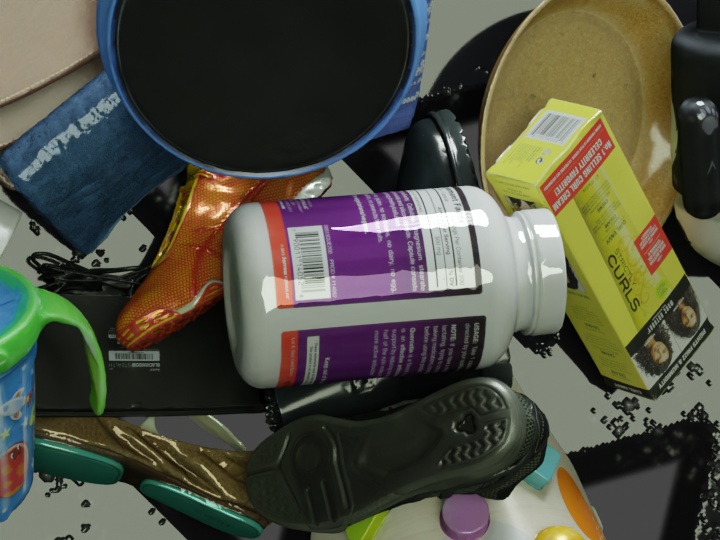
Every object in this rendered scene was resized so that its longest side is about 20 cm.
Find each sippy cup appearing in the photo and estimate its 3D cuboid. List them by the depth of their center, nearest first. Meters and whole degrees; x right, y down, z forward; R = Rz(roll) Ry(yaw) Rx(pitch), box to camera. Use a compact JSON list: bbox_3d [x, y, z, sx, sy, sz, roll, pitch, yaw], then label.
[{"bbox_3d":[-0.249,0.081,1.497,0.177,0.140,0.131,7,119,20],"label":"sippy cup"}]

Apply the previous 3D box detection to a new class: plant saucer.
[{"bbox_3d":[0.141,-0.095,1.647,0.199,0.035,0.202,-12,109,-38],"label":"plant saucer"}]

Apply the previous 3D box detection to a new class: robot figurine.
[{"bbox_3d":[0.262,-0.098,1.647,0.149,0.125,0.201,-7,108,-12],"label":"robot figurine"}]

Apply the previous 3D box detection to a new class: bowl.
[{"bbox_3d":[-0.059,-0.144,1.506,0.199,0.039,0.202,-2,122,-3],"label":"bowl"}]

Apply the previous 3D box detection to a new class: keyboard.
[{"bbox_3d":[-0.153,0.044,1.622,0.199,0.040,0.105,2,80,-29],"label":"keyboard"}]

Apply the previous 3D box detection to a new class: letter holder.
[{"bbox_3d":[-0.172,-0.153,1.601,0.199,0.101,0.143,-33,96,-8],"label":"letter holder"}]

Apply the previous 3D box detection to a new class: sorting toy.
[{"bbox_3d":[0.048,0.129,1.648,0.199,0.107,0.181,-18,73,-9],"label":"sorting toy"}]

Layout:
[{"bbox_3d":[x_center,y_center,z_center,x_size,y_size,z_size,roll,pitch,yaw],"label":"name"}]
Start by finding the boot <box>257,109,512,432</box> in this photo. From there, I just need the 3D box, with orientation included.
[{"bbox_3d":[0.000,0.000,1.625,0.167,0.076,0.201,-8,75,-6],"label":"boot"}]

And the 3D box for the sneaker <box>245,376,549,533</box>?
[{"bbox_3d":[0.030,0.120,1.570,0.198,0.114,0.077,-20,70,24],"label":"sneaker"}]

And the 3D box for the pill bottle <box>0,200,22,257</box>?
[{"bbox_3d":[-0.317,-0.047,1.569,0.199,0.111,0.112,28,85,-8],"label":"pill bottle"}]

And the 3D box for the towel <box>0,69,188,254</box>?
[{"bbox_3d":[-0.130,-0.099,1.596,0.200,0.112,0.049,-38,64,-2],"label":"towel"}]

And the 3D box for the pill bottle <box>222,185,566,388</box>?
[{"bbox_3d":[0.019,0.008,1.528,0.199,0.112,0.113,-4,90,-10],"label":"pill bottle"}]

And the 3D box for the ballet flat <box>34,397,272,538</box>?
[{"bbox_3d":[-0.142,0.110,1.624,0.199,0.068,0.073,18,66,-9],"label":"ballet flat"}]

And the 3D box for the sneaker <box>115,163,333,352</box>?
[{"bbox_3d":[-0.100,-0.023,1.608,0.077,0.073,0.200,45,53,-7],"label":"sneaker"}]

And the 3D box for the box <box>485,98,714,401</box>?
[{"bbox_3d":[0.157,-0.012,1.624,0.075,0.050,0.200,-47,127,-22],"label":"box"}]

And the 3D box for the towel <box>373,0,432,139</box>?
[{"bbox_3d":[-0.009,-0.161,1.583,0.144,0.024,0.201,-21,132,-40],"label":"towel"}]
